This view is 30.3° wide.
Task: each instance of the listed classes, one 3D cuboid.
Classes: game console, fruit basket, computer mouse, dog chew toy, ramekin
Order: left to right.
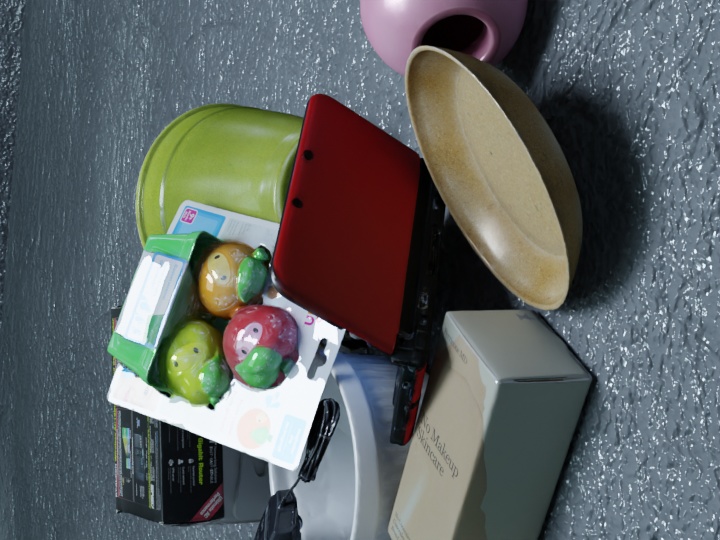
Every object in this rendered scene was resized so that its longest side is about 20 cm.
[{"bbox_3d":[-0.105,0.045,1.081,0.198,0.094,0.187,15,81,35],"label":"fruit basket"},{"bbox_3d":[-0.048,0.184,1.082,0.059,0.034,0.201,-89,19,-53],"label":"computer mouse"},{"bbox_3d":[0.000,0.000,1.001,0.173,0.117,0.202,97,-178,-49],"label":"game console"},{"bbox_3d":[0.003,0.165,1.121,0.200,0.104,0.203,180,90,-66],"label":"ramekin"},{"bbox_3d":[0.053,-0.234,0.995,0.125,0.123,0.202,116,152,-44],"label":"dog chew toy"}]

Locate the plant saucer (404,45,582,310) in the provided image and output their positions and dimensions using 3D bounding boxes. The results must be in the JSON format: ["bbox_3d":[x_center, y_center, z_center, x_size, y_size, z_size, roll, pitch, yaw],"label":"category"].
[{"bbox_3d":[0.097,-0.069,0.914,0.201,0.035,0.201,57,166,22],"label":"plant saucer"}]

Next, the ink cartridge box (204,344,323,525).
[{"bbox_3d":[-0.112,0.139,1.327,0.200,0.143,0.149,-138,53,-59],"label":"ink cartridge box"}]

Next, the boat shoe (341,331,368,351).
[{"bbox_3d":[-0.004,0.040,1.167,0.202,0.071,0.061,135,113,-75],"label":"boat shoe"}]

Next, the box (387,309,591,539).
[{"bbox_3d":[0.089,0.136,0.960,0.095,0.077,0.202,-126,42,-53],"label":"box"}]

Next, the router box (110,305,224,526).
[{"bbox_3d":[-0.181,0.129,1.231,0.149,0.061,0.203,-8,83,63],"label":"router box"}]

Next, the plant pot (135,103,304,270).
[{"bbox_3d":[-0.074,-0.060,1.214,0.192,0.199,0.203,0,90,54],"label":"plant pot"}]
